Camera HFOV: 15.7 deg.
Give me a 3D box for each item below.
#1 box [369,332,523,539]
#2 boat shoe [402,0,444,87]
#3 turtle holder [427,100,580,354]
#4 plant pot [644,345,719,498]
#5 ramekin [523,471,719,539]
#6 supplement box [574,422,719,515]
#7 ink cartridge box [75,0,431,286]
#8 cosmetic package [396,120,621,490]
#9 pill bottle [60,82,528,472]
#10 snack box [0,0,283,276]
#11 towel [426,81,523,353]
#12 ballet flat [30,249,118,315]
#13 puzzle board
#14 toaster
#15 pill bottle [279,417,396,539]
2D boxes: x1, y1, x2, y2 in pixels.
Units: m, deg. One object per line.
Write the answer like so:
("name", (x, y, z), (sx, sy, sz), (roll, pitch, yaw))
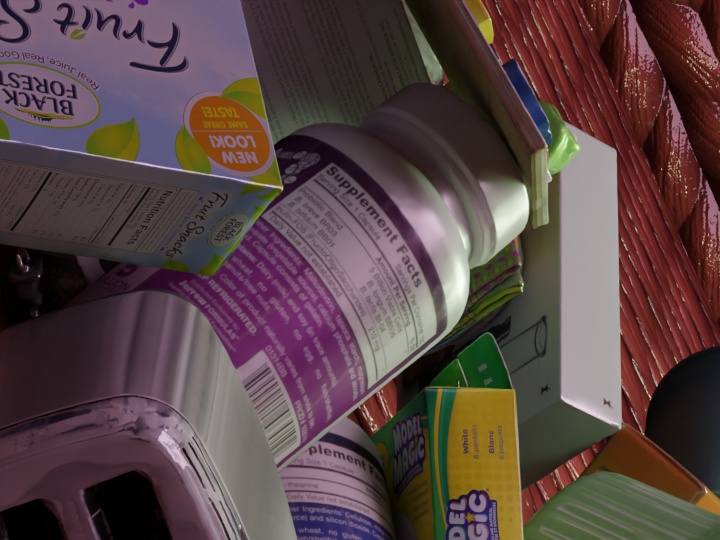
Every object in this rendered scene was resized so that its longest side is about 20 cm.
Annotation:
("box", (0.038, 0.136, 1.177), (0.117, 0.048, 0.200), (130, -39, -68))
("boat shoe", (-0.026, -0.116, 1.262), (0.200, 0.074, 0.073), (36, 48, -47))
("turtle holder", (0.029, -0.034, 1.481), (0.132, 0.186, 0.141), (28, 8, -28))
("plant pot", (0.326, 0.197, 2.277), (0.200, 0.200, 0.188), (62, 30, -20))
("ramekin", (0.120, 0.197, 1.288), (0.098, 0.200, 0.200), (26, -5, 26))
("supplement box", (0.113, 0.184, 1.450), (0.069, 0.200, 0.067), (41, 1, 23))
("ink cartridge box", (-0.058, -0.059, 1.166), (0.050, 0.200, 0.161), (26, -34, 47))
("cosmetic package", (0.085, 0.033, 1.525), (0.052, 0.151, 0.200), (28, 46, -29))
("pill bottle", (-0.026, 0.007, 1.113), (0.112, 0.200, 0.112), (39, -27, 25))
("snack box", (-0.142, -0.094, 1.004), (0.200, 0.068, 0.169), (9, 51, -30))
("towel", (0.000, 0.000, 1.348), (0.023, 0.200, 0.144), (25, 40, -40))
("ballet flat", (-0.104, 0.015, 1.218), (0.200, 0.067, 0.046), (0, 99, -74))
("puzzle board", (0.046, -0.101, 1.158), (0.151, 0.017, 0.200), (62, -1, 9))
("toaster", (-0.088, 0.097, 0.971), (0.129, 0.113, 0.200), (-97, 171, -71))
("pill bottle", (-0.038, 0.129, 1.159), (0.111, 0.111, 0.200), (52, 21, -47))
